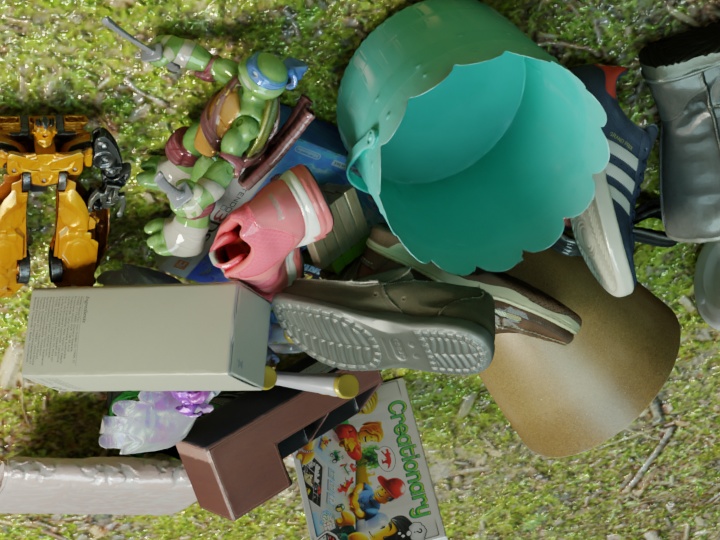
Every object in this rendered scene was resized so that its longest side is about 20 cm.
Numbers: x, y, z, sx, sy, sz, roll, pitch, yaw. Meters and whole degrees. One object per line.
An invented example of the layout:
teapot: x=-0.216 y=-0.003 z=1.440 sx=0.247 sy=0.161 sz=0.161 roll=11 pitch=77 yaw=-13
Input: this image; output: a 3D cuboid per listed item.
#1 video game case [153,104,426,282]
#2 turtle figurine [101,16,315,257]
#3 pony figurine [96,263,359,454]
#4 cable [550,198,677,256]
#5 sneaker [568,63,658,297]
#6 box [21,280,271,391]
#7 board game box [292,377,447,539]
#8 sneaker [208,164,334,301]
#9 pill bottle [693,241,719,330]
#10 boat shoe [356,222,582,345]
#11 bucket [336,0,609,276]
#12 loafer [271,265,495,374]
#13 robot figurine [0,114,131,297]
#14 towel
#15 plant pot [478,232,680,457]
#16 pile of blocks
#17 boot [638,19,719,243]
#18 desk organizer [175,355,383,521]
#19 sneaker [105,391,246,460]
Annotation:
video game case: x=-0.051 y=-0.045 z=1.613 sx=0.199 sy=0.046 sz=0.181 roll=19 pitch=128 yaw=-32
turtle figurine: x=-0.149 y=-0.105 z=1.449 sx=0.199 sy=0.144 sz=0.194 roll=-30 pitch=162 yaw=-38
pony figurine: x=-0.130 y=0.082 z=1.629 sx=0.199 sy=0.168 sz=0.192 roll=-5 pitch=170 yaw=44
cable: x=0.228 y=-0.049 z=1.653 sx=0.199 sy=0.098 sz=0.050 roll=11 pitch=135 yaw=-27
sneaker: x=0.221 y=-0.081 z=1.573 sx=0.084 sy=0.075 sz=0.201 roll=-16 pitch=95 yaw=-16
box: x=-0.178 y=0.056 z=1.529 sx=0.199 sy=0.083 sz=0.068 roll=0 pitch=164 yaw=23
board game box: x=0.004 y=0.202 z=1.769 sx=0.125 sy=0.201 sz=0.035 roll=-16 pitch=137 yaw=0
sneaker: x=-0.090 y=-0.022 z=1.498 sx=0.086 sy=0.074 sz=0.200 roll=-23 pitch=165 yaw=-24
pill bottle: x=0.431 y=0.019 z=1.772 sx=0.199 sy=0.113 sz=0.112 roll=11 pitch=131 yaw=-25
boat shoe: x=0.087 y=0.030 z=1.559 sx=0.201 sy=0.075 sz=0.075 roll=23 pitch=96 yaw=-12
bucket: x=0.083 y=-0.112 z=1.488 sx=0.206 sy=0.135 sz=0.208 roll=-11 pitch=125 yaw=-17
loafer: x=0.023 y=0.037 z=1.493 sx=0.199 sy=0.070 sz=0.075 roll=9 pitch=138 yaw=24
robot figurine: x=-0.267 y=-0.055 z=1.529 sx=0.144 sy=0.058 sz=0.201 roll=-2 pitch=136 yaw=-15
towel: x=-0.252 y=0.207 z=1.764 sx=0.199 sy=0.032 sz=0.191 roll=2 pitch=164 yaw=-17
plant pot: x=0.161 y=0.035 z=1.681 sx=0.186 sy=0.187 sz=0.200 roll=-34 pitch=117 yaw=19
pile of blocks: x=0.000 y=0.000 z=1.589 sx=0.200 sy=0.062 sz=0.082 roll=42 pitch=73 yaw=-38
boot: x=0.336 y=-0.123 z=1.607 sx=0.181 sy=0.073 sz=0.201 roll=-11 pitch=123 yaw=15
desk organizer: x=-0.068 y=0.146 z=1.703 sx=0.199 sy=0.072 sz=0.077 roll=-29 pitch=110 yaw=-28
sneaker: x=-0.141 y=0.150 z=1.758 sx=0.198 sy=0.086 sz=0.078 roll=-2 pitch=135 yaw=-16
